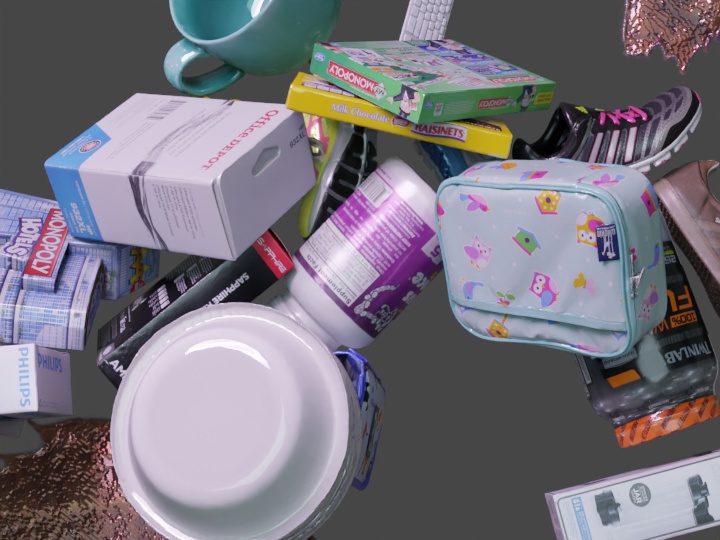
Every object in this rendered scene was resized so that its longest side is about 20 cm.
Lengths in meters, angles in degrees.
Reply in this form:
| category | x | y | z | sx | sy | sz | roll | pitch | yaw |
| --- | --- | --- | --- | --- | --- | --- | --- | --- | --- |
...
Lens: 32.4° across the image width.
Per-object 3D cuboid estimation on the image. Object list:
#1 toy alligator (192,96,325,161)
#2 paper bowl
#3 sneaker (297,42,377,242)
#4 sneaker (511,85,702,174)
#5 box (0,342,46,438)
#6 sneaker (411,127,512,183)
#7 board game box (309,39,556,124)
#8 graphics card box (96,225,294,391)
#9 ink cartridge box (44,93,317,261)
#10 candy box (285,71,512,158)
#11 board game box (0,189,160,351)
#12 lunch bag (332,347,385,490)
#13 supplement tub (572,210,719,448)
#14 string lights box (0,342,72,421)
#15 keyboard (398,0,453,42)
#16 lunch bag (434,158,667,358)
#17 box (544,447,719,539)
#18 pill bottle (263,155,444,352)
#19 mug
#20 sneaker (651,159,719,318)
| category | x | y | z | sx | sy | sz | roll | pitch | yaw |
| --- | --- | --- | --- | --- | --- | --- | --- | --- | --- |
| toy alligator | -0.109 | -0.139 | 1.209 | 0.198 | 0.060 | 0.054 | 10 | 41 | 28 |
| paper bowl | -0.103 | 0.125 | 0.990 | 0.198 | 0.104 | 0.203 | -3 | 72 | 11 |
| sneaker | -0.033 | -0.125 | 1.212 | 0.089 | 0.078 | 0.202 | 12 | 85 | 29 |
| sneaker | 0.227 | -0.129 | 1.168 | 0.198 | 0.074 | 0.088 | -30 | 113 | 4 |
| box | -0.422 | 0.087 | 1.179 | 0.198 | 0.124 | 0.099 | 14 | 83 | 7 |
| sneaker | 0.119 | -0.095 | 1.190 | 0.086 | 0.075 | 0.202 | -25 | 84 | -13 |
| board game box | 0.069 | -0.176 | 1.129 | 0.134 | 0.199 | 0.029 | 31 | 118 | 34 |
| graphics card box | -0.157 | 0.027 | 1.163 | 0.199 | 0.125 | 0.051 | -38 | 107 | -3 |
| ink cartridge box | -0.162 | -0.090 | 1.134 | 0.198 | 0.085 | 0.145 | 8 | 37 | 31 |
| candy box | 0.034 | -0.140 | 1.111 | 0.197 | 0.102 | 0.027 | 13 | 103 | -2 |
| board game box | -0.293 | -0.006 | 1.168 | 0.197 | 0.201 | 0.062 | 5 | 118 | -6 |
| lunch bag | -0.056 | 0.163 | 1.111 | 0.124 | 0.170 | 0.200 | 42 | 85 | 14 |
| supplement tub | 0.248 | 0.050 | 1.127 | 0.121 | 0.123 | 0.202 | -19 | 80 | 2 |
| string lights box | -0.357 | 0.101 | 1.057 | 0.197 | 0.103 | 0.060 | -5 | 81 | 3 |
| keyboard | 0.068 | -0.259 | 1.229 | 0.011 | 0.056 | 0.202 | 8 | 80 | 41 |
| lunch bag | 0.161 | -0.009 | 1.049 | 0.198 | 0.077 | 0.162 | 9 | 115 | 41 |
| box | 0.270 | 0.203 | 1.104 | 0.198 | 0.117 | 0.061 | -16 | 80 | 2 |
| pill bottle | 0.000 | 0.000 | 1.158 | 0.200 | 0.112 | 0.112 | -46 | 80 | 4 |
| mug | -0.104 | -0.261 | 1.205 | 0.184 | 0.114 | 0.154 | -22 | 63 | 29 |
| sneaker | 0.350 | -0.014 | 1.154 | 0.075 | 0.070 | 0.201 | -30 | 80 | -1 |
